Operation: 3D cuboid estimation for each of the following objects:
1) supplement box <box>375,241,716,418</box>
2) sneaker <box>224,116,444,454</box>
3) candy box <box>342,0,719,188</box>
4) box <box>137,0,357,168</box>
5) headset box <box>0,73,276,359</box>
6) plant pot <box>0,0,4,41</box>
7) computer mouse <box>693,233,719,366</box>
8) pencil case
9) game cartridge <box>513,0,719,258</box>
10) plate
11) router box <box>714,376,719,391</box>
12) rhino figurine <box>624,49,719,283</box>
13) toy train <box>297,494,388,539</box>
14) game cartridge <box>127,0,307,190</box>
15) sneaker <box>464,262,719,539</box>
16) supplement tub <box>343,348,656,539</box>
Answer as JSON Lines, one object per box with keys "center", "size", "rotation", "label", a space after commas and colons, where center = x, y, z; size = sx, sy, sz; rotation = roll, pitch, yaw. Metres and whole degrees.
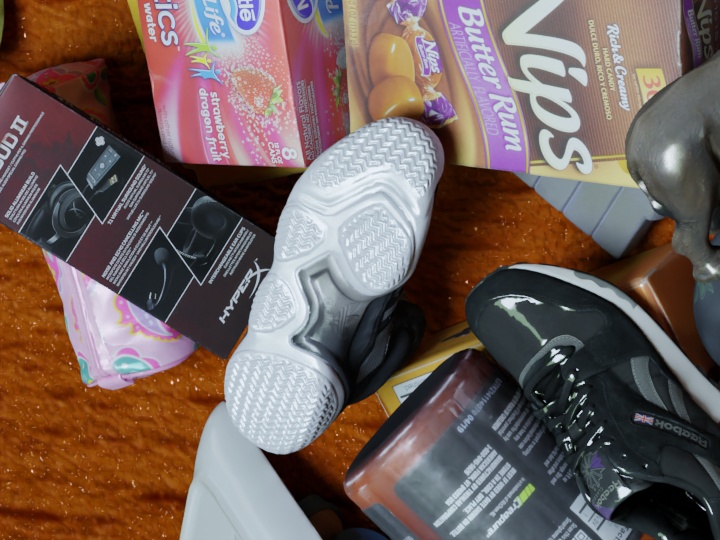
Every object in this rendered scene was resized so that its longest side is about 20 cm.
{"center": [0.105, 0.049, 1.266], "size": [0.200, 0.066, 0.069], "rotation": [-20, 100, 40], "label": "supplement box"}
{"center": [0.000, 0.000, 1.243], "size": [0.075, 0.114, 0.201], "rotation": [33, 112, 16], "label": "sneaker"}
{"center": [0.086, -0.112, 1.180], "size": [0.199, 0.056, 0.117], "rotation": [8, 113, 31], "label": "candy box"}
{"center": [-0.057, -0.162, 1.235], "size": [0.099, 0.095, 0.201], "rotation": [4, 111, 34], "label": "box"}
{"center": [-0.147, -0.039, 1.297], "size": [0.200, 0.149, 0.077], "rotation": [33, 89, -9], "label": "headset box"}
{"center": [-0.354, -0.141, 1.448], "size": [0.201, 0.200, 0.193], "rotation": [58, 142, 1], "label": "plant pot"}
{"center": [0.226, -0.015, 1.124], "size": [0.200, 0.053, 0.139], "rotation": [-34, 43, 44], "label": "computer mouse"}
{"center": [-0.165, -0.029, 1.413], "size": [0.087, 0.087, 0.201], "rotation": [-12, 102, 38], "label": "pencil case"}
{"center": [0.142, -0.117, 1.194], "size": [0.130, 0.038, 0.200], "rotation": [39, 126, 11], "label": "game cartridge"}
{"center": [-0.070, 0.215, 1.417], "size": [0.200, 0.032, 0.201], "rotation": [51, 139, 45], "label": "plate"}
{"center": [0.256, 0.117, 1.198], "size": [0.200, 0.049, 0.180], "rotation": [-40, 84, 39], "label": "router box"}
{"center": [0.208, -0.092, 1.092], "size": [0.200, 0.060, 0.087], "rotation": [-42, 116, 0], "label": "rhino figurine"}
{"center": [-0.019, 0.243, 1.430], "size": [0.116, 0.084, 0.201], "rotation": [39, 129, 30], "label": "toy train"}
{"center": [-0.044, -0.144, 1.318], "size": [0.199, 0.032, 0.177], "rotation": [-8, 104, 39], "label": "game cartridge"}
{"center": [0.130, 0.076, 1.162], "size": [0.200, 0.088, 0.076], "rotation": [37, 131, 6], "label": "sneaker"}
{"center": [0.093, 0.143, 1.216], "size": [0.200, 0.107, 0.107], "rotation": [44, 128, -2], "label": "supplement tub"}
